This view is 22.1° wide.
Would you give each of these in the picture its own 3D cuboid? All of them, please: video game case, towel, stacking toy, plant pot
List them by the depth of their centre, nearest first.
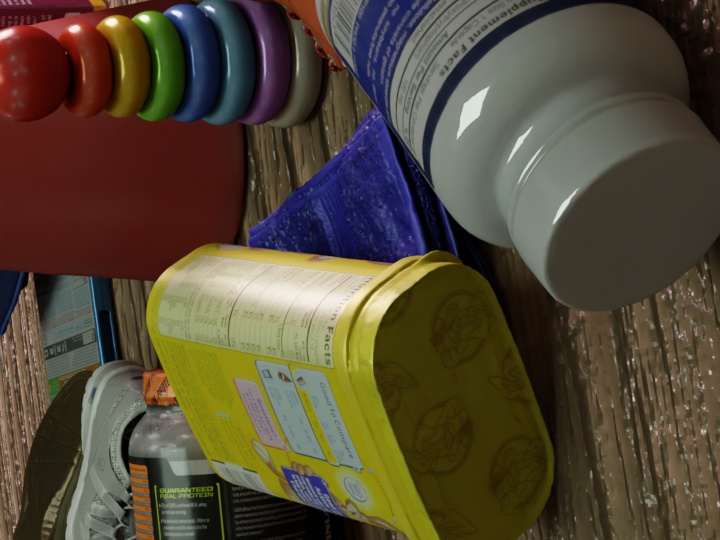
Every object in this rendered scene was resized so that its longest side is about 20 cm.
[{"bbox_3d":[0.000,0.000,1.017,0.200,0.049,0.148,-42,58,57],"label":"towel"},{"bbox_3d":[-0.126,-0.121,1.070,0.085,0.200,0.086,18,111,60],"label":"stacking toy"},{"bbox_3d":[-0.196,-0.082,1.237,0.200,0.177,0.201,18,111,59],"label":"plant pot"},{"bbox_3d":[-0.225,0.089,1.495,0.143,0.018,0.201,-18,79,61],"label":"video game case"}]

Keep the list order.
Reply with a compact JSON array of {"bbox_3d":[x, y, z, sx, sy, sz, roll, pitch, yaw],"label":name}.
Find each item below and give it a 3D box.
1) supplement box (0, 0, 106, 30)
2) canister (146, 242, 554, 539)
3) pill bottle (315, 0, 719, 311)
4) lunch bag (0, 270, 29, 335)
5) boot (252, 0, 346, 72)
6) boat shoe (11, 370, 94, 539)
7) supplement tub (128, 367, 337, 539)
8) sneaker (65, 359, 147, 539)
[{"bbox_3d":[-0.304,-0.165,1.398,0.086,0.200,0.111,48,136,49],"label":"supplement box"},{"bbox_3d":[-0.012,0.060,0.943,0.200,0.087,0.149,8,127,51],"label":"canister"},{"bbox_3d":[0.071,-0.080,0.792,0.200,0.119,0.120,58,142,40],"label":"pill bottle"},{"bbox_3d":[-0.312,-0.052,1.511,0.200,0.132,0.136,119,159,-46],"label":"lunch bag"},{"bbox_3d":[-0.018,-0.150,1.001,0.200,0.075,0.108,4,103,61],"label":"boot"},{"bbox_3d":[-0.217,0.177,1.407,0.074,0.066,0.200,17,90,51],"label":"boat shoe"},{"bbox_3d":[-0.075,0.156,1.112,0.122,0.122,0.201,-2,94,62],"label":"supplement tub"},{"bbox_3d":[-0.169,0.170,1.342,0.082,0.075,0.201,17,111,58],"label":"sneaker"}]
